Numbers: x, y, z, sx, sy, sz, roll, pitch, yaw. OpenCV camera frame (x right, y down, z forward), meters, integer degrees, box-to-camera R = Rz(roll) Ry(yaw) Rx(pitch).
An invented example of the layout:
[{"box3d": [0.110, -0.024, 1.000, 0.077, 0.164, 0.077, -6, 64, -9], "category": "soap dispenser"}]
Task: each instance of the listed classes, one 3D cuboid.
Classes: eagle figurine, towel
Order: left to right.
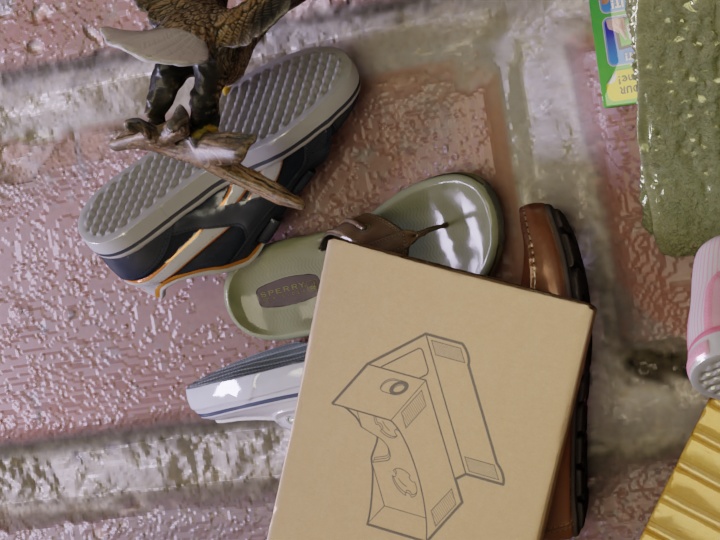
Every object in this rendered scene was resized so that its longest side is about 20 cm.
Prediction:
[{"box3d": [-0.076, -0.152, 1.206, 0.151, 0.151, 0.201, -6, 57, 61], "category": "eagle figurine"}, {"box3d": [0.223, -0.100, 1.134, 0.148, 0.037, 0.201, 0, 116, 20], "category": "towel"}]

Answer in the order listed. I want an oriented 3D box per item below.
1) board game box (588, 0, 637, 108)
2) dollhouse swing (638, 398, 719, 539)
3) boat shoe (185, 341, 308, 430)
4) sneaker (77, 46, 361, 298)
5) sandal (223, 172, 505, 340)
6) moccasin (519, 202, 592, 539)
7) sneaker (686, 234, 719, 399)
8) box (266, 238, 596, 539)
[{"box3d": [0.227, -0.173, 1.158, 0.199, 0.029, 0.135, -7, 92, 23], "category": "board game box"}, {"box3d": [0.251, 0.183, 1.118, 0.175, 0.182, 0.201, 24, 106, -2], "category": "dollhouse swing"}, {"box3d": [-0.022, 0.081, 1.258, 0.199, 0.073, 0.067, -13, 100, 36], "category": "boat shoe"}, {"box3d": [-0.076, -0.060, 1.277, 0.200, 0.079, 0.079, -33, 41, 6], "category": "sneaker"}, {"box3d": [0.000, 0.001, 1.256, 0.200, 0.057, 0.080, -21, 87, 23], "category": "sandal"}, {"box3d": [0.099, 0.060, 1.217, 0.077, 0.074, 0.202, 3, 106, 11], "category": "moccasin"}, {"box3d": [0.272, 0.026, 1.119, 0.199, 0.105, 0.075, 9, 142, -11], "category": "sneaker"}, {"box3d": [0.037, 0.097, 1.185, 0.163, 0.021, 0.201, 15, 98, 16], "category": "box"}]
